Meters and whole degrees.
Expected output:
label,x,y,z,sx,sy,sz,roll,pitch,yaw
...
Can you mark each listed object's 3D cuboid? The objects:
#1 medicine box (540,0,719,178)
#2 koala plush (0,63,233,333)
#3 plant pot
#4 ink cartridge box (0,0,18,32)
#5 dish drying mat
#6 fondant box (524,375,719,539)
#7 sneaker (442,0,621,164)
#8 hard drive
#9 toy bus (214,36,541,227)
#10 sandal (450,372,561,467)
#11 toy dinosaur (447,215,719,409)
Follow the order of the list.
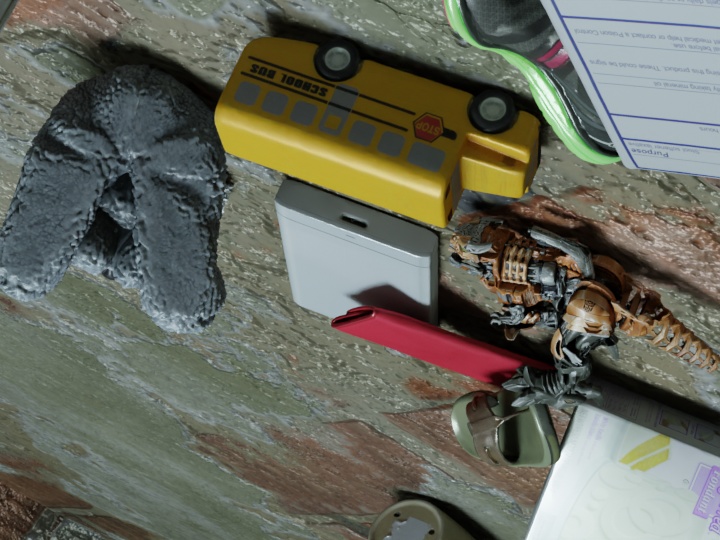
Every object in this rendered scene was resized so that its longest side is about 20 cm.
label,x,y,z,sx,sy,sz,roll,pitch,yaw
medicine box,0.188,-0.128,0.757,0.181,0.104,0.200,11,156,32
koala plush,-0.173,-0.059,1.299,0.175,0.186,0.200,12,-179,-2
plant pot,0.082,0.370,2.019,0.186,0.188,0.201,11,142,31
ink cartridge box,-0.320,-0.203,1.076,0.199,0.148,0.083,33,159,-20
dish drying mat,0.077,0.066,1.415,0.199,0.018,0.077,20,162,-25
fondant box,0.254,0.194,1.414,0.198,0.145,0.058,21,-156,7
sneaker,0.110,-0.135,0.895,0.083,0.077,0.200,-17,141,35
hard drive,0.000,0.000,1.388,0.131,0.027,0.200,20,159,11
toy bus,0.013,-0.088,1.083,0.198,0.079,0.065,20,159,13
sandal,0.114,0.136,1.426,0.057,0.081,0.201,-17,174,-21
toy dinosaur,0.154,0.032,1.212,0.200,0.102,0.136,40,148,21
